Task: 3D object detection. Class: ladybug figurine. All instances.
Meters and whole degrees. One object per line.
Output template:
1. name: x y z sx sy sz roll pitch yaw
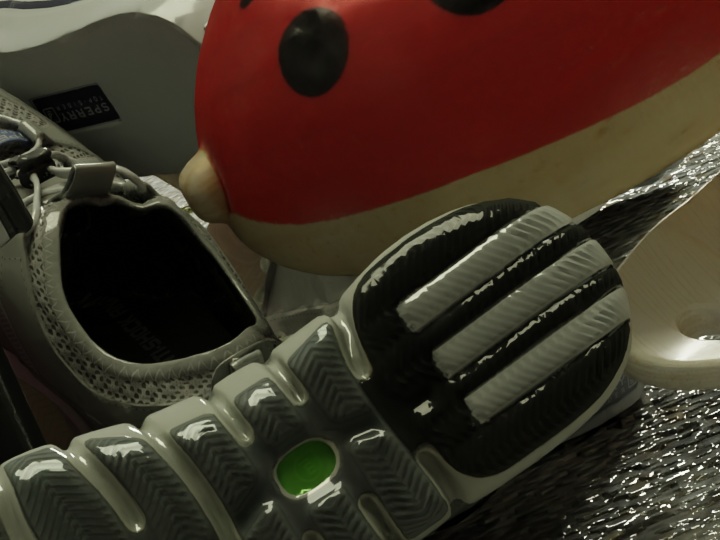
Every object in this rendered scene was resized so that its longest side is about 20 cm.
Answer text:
1. ladybug figurine: 0.038 -0.077 0.729 0.199 0.072 0.136 -36 43 -6

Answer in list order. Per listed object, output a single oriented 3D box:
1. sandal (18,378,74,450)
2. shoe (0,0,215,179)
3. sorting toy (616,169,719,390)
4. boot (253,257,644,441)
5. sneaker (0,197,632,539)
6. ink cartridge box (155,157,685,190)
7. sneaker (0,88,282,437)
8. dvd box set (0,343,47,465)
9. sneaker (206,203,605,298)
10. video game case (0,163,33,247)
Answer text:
1. sandal: -0.131 -0.001 0.882 0.057 0.201 0.080 -40 -14 -45
2. shoe: -0.073 -0.073 0.892 0.199 0.072 0.091 -4 35 48
3. sorting toy: 0.146 -0.029 0.692 0.180 0.107 0.200 -34 13 -19
4. boot: 0.000 0.000 0.843 0.073 0.096 0.200 -29 11 -32
5. sneaker: -0.023 0.062 0.698 0.199 0.075 0.116 -30 -9 -1
6. ink cartridge box: 0.006 -0.076 1.004 0.146 0.084 0.200 -19 -23 20
7. sneaker: -0.074 -0.009 0.800 0.075 0.082 0.200 -31 54 -29
8. dvd box set: -0.179 0.065 0.752 0.199 0.147 0.029 -28 -27 1
9. sneaker: 0.023 -0.019 0.926 0.072 0.072 0.200 13 -20 -31
10. video game case: -0.194 0.010 0.724 0.180 0.026 0.200 -39 31 -16
